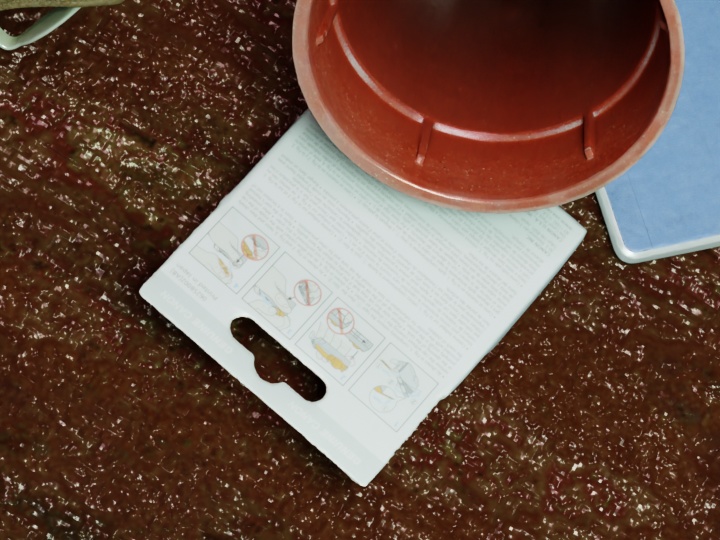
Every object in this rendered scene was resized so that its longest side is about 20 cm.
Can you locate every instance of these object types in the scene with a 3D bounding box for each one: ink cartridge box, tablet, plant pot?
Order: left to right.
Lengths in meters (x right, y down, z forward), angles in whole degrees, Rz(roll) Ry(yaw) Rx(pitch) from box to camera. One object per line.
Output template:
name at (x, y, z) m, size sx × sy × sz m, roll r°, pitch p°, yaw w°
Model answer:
ink cartridge box at (0.000, 0.000, 1.500) m, size 0.162 × 0.057 × 0.200 m, roll 40°, pitch 70°, yaw 5°
plant pot at (0.076, -0.168, 1.485) m, size 0.200 × 0.201 × 0.196 m, roll 18°, pitch 38°, yaw -5°
tablet at (0.176, -0.106, 1.600) m, size 0.129 × 0.014 × 0.201 m, roll -12°, pitch 72°, yaw -17°

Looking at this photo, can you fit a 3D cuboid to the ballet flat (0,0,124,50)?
ballet flat at (-0.210, -0.147, 1.487) m, size 0.199 × 0.073 × 0.068 m, roll -10°, pitch 36°, yaw 19°
